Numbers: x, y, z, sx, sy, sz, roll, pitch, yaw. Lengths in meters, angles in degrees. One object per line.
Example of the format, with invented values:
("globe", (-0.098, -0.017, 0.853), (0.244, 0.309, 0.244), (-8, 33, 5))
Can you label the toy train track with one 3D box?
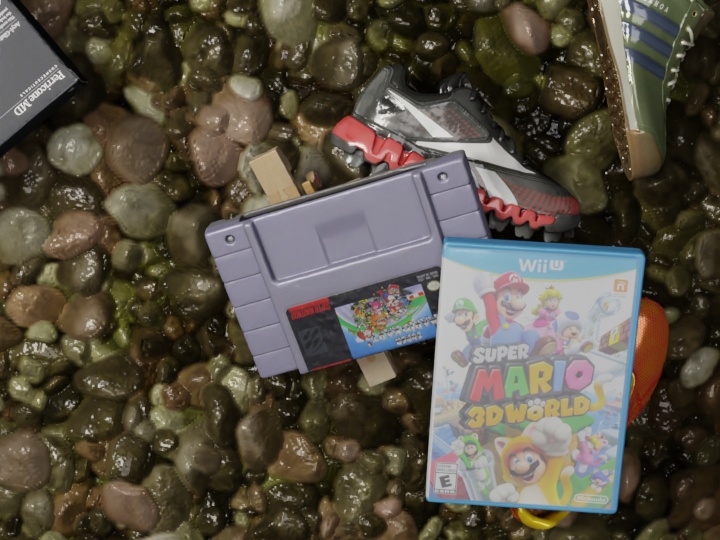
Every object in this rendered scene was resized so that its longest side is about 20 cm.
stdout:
("toy train track", (-0.025, -0.004, 1.073), (0.114, 0.033, 0.201), (-23, 107, 14))

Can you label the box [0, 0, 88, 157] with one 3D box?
("box", (-0.317, -0.124, 1.010), (0.200, 0.079, 0.141), (-40, 96, 0))

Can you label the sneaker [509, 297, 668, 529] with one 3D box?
("sneaker", (0.183, 0.114, 1.088), (0.073, 0.077, 0.201), (28, 92, -6))

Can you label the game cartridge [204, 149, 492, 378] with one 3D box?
("game cartridge", (0.000, 0.000, 1.038), (0.199, 0.038, 0.130), (-16, 106, 12))

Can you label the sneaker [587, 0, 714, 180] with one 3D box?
("sneaker", (0.224, -0.174, 1.060), (0.089, 0.067, 0.201), (-12, 95, 1))

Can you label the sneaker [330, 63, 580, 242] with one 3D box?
("sneaker", (0.083, -0.091, 1.055), (0.200, 0.071, 0.098), (24, 96, -6))

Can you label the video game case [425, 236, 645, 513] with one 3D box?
("video game case", (0.124, 0.078, 1.025), (0.142, 0.018, 0.201), (4, 106, 2))
